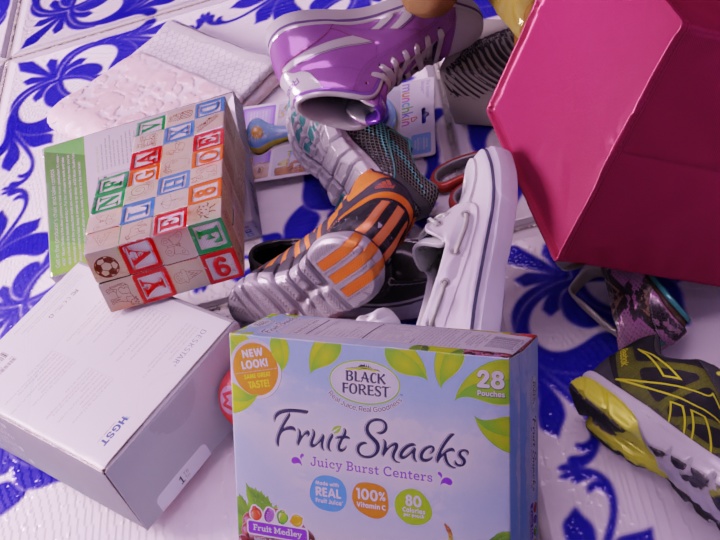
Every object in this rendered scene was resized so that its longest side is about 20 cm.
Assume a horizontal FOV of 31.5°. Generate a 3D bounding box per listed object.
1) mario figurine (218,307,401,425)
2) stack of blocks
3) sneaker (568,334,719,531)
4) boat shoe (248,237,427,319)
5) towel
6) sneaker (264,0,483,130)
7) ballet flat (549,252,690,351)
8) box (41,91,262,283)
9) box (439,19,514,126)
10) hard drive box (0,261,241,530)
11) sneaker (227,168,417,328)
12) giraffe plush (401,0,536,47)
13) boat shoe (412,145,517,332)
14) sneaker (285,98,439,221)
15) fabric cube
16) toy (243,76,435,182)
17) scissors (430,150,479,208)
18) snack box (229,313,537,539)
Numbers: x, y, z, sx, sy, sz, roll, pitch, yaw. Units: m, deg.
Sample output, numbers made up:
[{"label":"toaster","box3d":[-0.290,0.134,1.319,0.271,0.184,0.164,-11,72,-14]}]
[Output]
[{"label":"mario figurine","box3d":[-0.017,0.101,0.923,0.197,0.107,0.124,3,50,22]},{"label":"stack of blocks","box3d":[-0.159,-0.061,1.070,0.114,0.059,0.201,-15,35,6]},{"label":"sneaker","box3d":[0.226,0.103,0.838,0.085,0.075,0.199,-43,47,-12]},{"label":"boat shoe","box3d":[0.000,0.000,1.049,0.197,0.057,0.069,-5,45,17]},{"label":"towel","box3d":[-0.205,-0.181,1.331,0.199,0.032,0.191,27,62,40]},{"label":"sneaker","box3d":[0.026,-0.172,1.098,0.198,0.073,0.115,-13,56,-14]},{"label":"ballet flat","box3d":[0.187,-0.009,0.986,0.071,0.069,0.201,-34,41,15]},{"label":"box","box3d":[-0.197,-0.074,1.188,0.197,0.036,0.146,-14,62,6]},{"label":"box","box3d":[0.177,-0.174,1.143,0.198,0.069,0.083,6,50,28]},{"label":"hard drive box","box3d":[-0.199,0.092,1.015,0.198,0.077,0.156,18,56,39]},{"label":"sneaker","box3d":[-0.020,-0.007,0.991,0.199,0.078,0.112,-26,20,49]},{"label":"giraffe plush","box3d":[0.091,-0.268,1.049,0.160,0.173,0.202,-2,60,-1]},{"label":"boat shoe","box3d":[0.070,-0.015,0.907,0.066,0.074,0.202,12,50,-4]},{"label":"sneaker","box3d":[0.001,-0.107,1.134,0.090,0.078,0.201,-5,51,-33]},{"label":"fabric cube","box3d":[0.236,-0.126,0.924,0.197,0.201,0.197,9,38,-20]},{"label":"toy","box3d":[-0.030,-0.145,1.212,0.197,0.047,0.116,-10,46,13]},{"label":"scissors","box3d":[0.158,-0.101,1.118,0.198,0.014,0.074,-22,41,2]},{"label":"snack box","box3d":[0.015,0.122,0.840,0.197,0.171,0.068,4,12,23]}]
